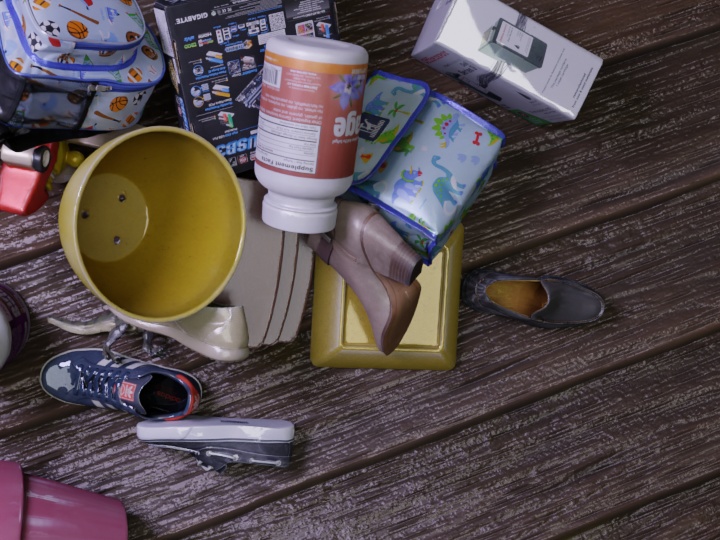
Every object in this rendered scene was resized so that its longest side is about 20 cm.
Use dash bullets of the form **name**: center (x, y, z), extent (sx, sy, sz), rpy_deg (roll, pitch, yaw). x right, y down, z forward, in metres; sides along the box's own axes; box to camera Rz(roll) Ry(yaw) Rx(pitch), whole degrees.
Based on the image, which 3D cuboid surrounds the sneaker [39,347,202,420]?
- **sneaker**: center (-0.292, 0.141, 1.184), extent (0.198, 0.084, 0.076), rpy_deg (7, 93, -10)

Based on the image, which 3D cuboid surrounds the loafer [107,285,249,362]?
- **loafer**: center (-0.206, 0.042, 1.110), extent (0.199, 0.076, 0.069), rpy_deg (20, 98, 21)

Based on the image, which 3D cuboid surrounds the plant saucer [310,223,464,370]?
- **plant saucer**: center (0.040, 0.031, 1.254), extent (0.198, 0.048, 0.202), rpy_deg (2, 93, -10)

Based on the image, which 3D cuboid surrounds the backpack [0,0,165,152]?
- **backpack**: center (-0.306, -0.237, 1.026), extent (0.190, 0.154, 0.201), rpy_deg (3, 56, -47)

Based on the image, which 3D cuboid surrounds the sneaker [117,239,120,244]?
- **sneaker**: center (-0.248, -0.065, 1.194), extent (0.073, 0.085, 0.200), rpy_deg (27, 109, -39)

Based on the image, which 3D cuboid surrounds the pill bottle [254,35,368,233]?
- **pill bottle**: center (-0.057, -0.148, 1.059), extent (0.111, 0.112, 0.202), rpy_deg (4, 110, -10)

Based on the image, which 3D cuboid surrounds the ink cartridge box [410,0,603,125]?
- **ink cartridge box**: center (0.176, -0.265, 1.206), extent (0.199, 0.146, 0.085), rpy_deg (26, 91, -10)

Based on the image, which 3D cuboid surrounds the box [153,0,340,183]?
- **box**: center (-0.114, -0.222, 1.092), extent (0.199, 0.050, 0.200), rpy_deg (-20, 120, -21)

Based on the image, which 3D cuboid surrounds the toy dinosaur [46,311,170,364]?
- **toy dinosaur**: center (-0.282, 0.069, 1.190), extent (0.198, 0.048, 0.089), rpy_deg (-16, 62, -1)

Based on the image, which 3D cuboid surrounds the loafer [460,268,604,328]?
- **loafer**: center (0.235, 0.042, 1.277), extent (0.198, 0.072, 0.073), rpy_deg (5, 93, -11)

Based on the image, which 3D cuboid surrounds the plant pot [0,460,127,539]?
- **plant pot**: center (-0.378, 0.330, 1.141), extent (0.178, 0.200, 0.202), rpy_deg (10, 93, -26)

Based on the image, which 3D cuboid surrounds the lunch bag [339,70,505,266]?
- **lunch bag**: center (0.052, -0.137, 1.198), extent (0.199, 0.128, 0.171), rpy_deg (33, 74, 11)

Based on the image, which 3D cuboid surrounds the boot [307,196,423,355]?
- **boot**: center (0.000, 0.000, 1.176), extent (0.146, 0.201, 0.070), rpy_deg (32, 47, 18)

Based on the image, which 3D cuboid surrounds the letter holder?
- **letter holder**: center (-0.121, -0.008, 1.196), extent (0.141, 0.101, 0.202), rpy_deg (8, 93, -12)

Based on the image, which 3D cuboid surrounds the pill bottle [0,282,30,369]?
- **pill bottle**: center (-0.444, 0.071, 1.092), extent (0.111, 0.200, 0.113), rpy_deg (-1, 95, -10)

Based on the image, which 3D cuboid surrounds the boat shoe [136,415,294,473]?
- **boat shoe**: center (-0.183, 0.222, 1.221), extent (0.198, 0.072, 0.068), rpy_deg (4, 92, -18)

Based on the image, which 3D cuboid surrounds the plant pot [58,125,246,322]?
- **plant pot**: center (-0.244, -0.054, 1.045), extent (0.199, 0.141, 0.202), rpy_deg (-7, 101, -39)

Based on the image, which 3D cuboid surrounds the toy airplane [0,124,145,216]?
- **toy airplane**: center (-0.362, -0.164, 1.135), extent (0.198, 0.141, 0.200), rpy_deg (-30, 65, -20)
